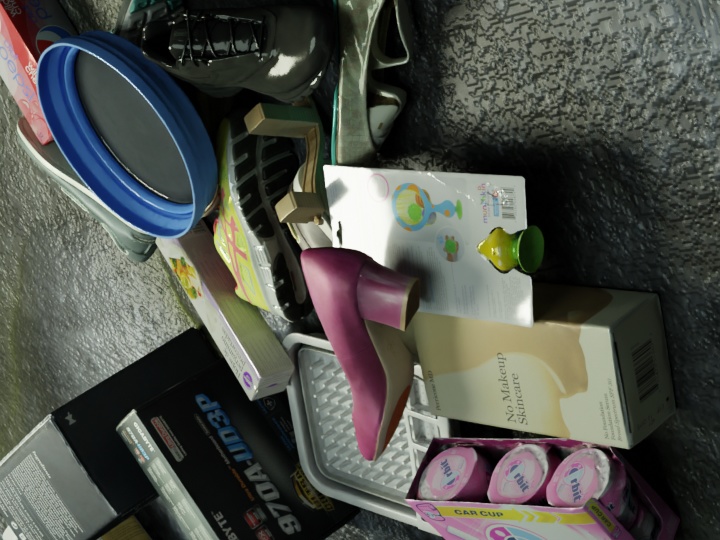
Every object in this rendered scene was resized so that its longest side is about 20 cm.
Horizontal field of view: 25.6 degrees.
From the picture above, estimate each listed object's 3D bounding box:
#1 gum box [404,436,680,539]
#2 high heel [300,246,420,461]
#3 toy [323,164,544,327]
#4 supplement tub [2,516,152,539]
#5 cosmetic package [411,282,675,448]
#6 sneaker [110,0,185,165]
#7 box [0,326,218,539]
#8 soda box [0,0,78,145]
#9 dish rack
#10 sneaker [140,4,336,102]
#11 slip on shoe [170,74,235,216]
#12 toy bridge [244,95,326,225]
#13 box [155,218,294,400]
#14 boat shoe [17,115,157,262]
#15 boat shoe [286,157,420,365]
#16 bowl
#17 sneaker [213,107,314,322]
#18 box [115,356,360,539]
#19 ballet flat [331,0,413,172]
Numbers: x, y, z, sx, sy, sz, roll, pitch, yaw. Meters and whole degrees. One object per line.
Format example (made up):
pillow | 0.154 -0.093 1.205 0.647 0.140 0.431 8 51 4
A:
gum box | 0.150 0.193 1.282 0.199 0.066 0.114 -5 138 45
high heel | -0.009 0.069 1.284 0.095 0.067 0.201 19 136 16
toy | 0.061 -0.026 1.251 0.199 0.047 0.116 8 109 44
supplement tub | -0.295 0.343 1.786 0.200 0.145 0.146 50 138 11
cosmetic package | 0.141 0.069 1.251 0.199 0.071 0.106 3 113 44
sneaker | -0.219 -0.193 1.465 0.091 0.077 0.201 39 133 28
box | -0.244 0.181 1.603 0.124 0.200 0.197 54 139 5
soda box | -0.327 -0.229 1.558 0.070 0.063 0.201 -35 85 49
dish rack | 0.019 0.139 1.435 0.199 0.043 0.173 11 120 41
sneaker | -0.100 -0.176 1.264 0.199 0.090 0.077 -3 79 46
slip on shoe | -0.154 -0.129 1.443 0.076 0.060 0.201 39 134 23
toy bridge | -0.064 -0.126 1.341 0.027 0.067 0.201 -38 63 40
box | -0.130 0.030 1.491 0.201 0.041 0.039 55 142 25
boat shoe | -0.273 -0.082 1.581 0.200 0.073 0.062 37 130 17
boat shoe | 0.000 0.000 1.357 0.201 0.072 0.060 56 145 11
bowl | -0.204 -0.121 1.398 0.200 0.039 0.201 32 145 26
sneaker | -0.103 -0.049 1.424 0.090 0.078 0.202 9 118 42
box | -0.114 0.189 1.508 0.201 0.159 0.046 56 137 6
ballet flat | 0.010 -0.155 1.267 0.062 0.068 0.201 9 123 14
